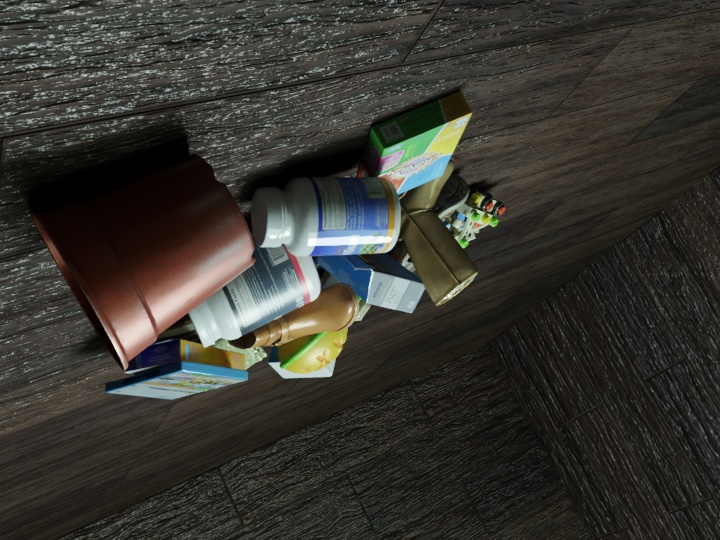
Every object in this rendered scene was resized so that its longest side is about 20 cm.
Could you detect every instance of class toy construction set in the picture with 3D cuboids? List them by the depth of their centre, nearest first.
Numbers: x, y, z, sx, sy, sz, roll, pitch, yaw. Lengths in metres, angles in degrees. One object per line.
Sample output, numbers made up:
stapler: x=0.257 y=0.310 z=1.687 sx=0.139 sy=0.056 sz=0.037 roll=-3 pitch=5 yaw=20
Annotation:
toy construction set: x=0.221 y=-0.100 z=1.752 sx=0.132 sy=0.092 sz=0.200 roll=-59 pitch=165 yaw=13

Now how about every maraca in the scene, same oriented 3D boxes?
maraca: x=-0.070 y=0.108 z=1.557 sx=0.200 sy=0.107 sz=0.137 roll=-42 pitch=-175 yaw=-22

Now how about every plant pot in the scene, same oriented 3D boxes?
plant pot: x=-0.239 y=-0.024 z=0.992 sx=0.194 sy=0.202 sz=0.201 roll=-32 pitch=167 yaw=-20

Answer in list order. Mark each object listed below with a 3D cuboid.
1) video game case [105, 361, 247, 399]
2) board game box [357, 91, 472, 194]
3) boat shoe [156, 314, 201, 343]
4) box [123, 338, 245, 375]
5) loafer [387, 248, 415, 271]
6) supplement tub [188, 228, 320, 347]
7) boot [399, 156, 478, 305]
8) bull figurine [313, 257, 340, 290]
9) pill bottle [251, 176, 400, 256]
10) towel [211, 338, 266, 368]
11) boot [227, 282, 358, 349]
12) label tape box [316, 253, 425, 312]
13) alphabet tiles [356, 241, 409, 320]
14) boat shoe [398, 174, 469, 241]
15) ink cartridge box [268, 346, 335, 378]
video game case: x=-0.304 y=0.183 z=1.421 sx=0.198 sy=0.018 sz=0.142 roll=-18 pitch=157 yaw=36
board game box: x=0.075 y=-0.179 z=1.316 sx=0.151 sy=0.041 sz=0.200 roll=-25 pitch=165 yaw=-16
boat shoe: x=-0.270 y=0.089 z=1.421 sx=0.199 sy=0.075 sz=0.075 roll=-12 pitch=127 yaw=10
box: x=-0.293 y=0.151 z=1.415 sx=0.118 sy=0.042 sz=0.199 roll=-13 pitch=163 yaw=25
loafer: x=0.078 y=-0.022 z=1.816 sx=0.199 sy=0.073 sz=0.071 roll=-34 pitch=155 yaw=0
supplement tub: x=-0.173 y=0.017 z=1.311 sx=0.198 sy=0.142 sz=0.141 roll=-25 pitch=165 yaw=-12
boot: x=0.141 y=-0.072 z=1.471 sx=0.175 sy=0.201 sz=0.066 roll=-43 pitch=161 yaw=32
bull figurine: x=-0.031 y=0.001 z=1.627 sx=0.200 sy=0.065 sz=0.122 roll=-43 pitch=152 yaw=-19
pill bottle: x=-0.051 y=-0.077 z=1.234 sx=0.197 sy=0.114 sz=0.112 roll=-3 pitch=156 yaw=-23
towel: x=-0.277 y=0.131 z=1.524 sx=0.147 sy=0.037 sz=0.200 roll=-32 pitch=129 yaw=18
boot: x=-0.108 y=0.082 z=1.378 sx=0.153 sy=0.075 sz=0.199 roll=-13 pitch=171 yaw=-43
label tape box: x=0.000 y=0.000 z=1.479 sx=0.199 sy=0.143 sz=0.067 roll=12 pitch=110 yaw=-50
alphabet tiles: x=0.041 y=0.016 z=1.673 sx=0.201 sy=0.015 sz=0.195 roll=-53 pitch=-171 yaw=-12
boat shoe: x=0.109 y=-0.102 z=1.578 sx=0.198 sy=0.076 sz=0.072 roll=-25 pitch=167 yaw=-9
ink cartridge box: x=-0.098 y=0.105 z=1.693 sx=0.114 sy=0.202 sz=0.067 roll=-6 pitch=144 yaw=27
